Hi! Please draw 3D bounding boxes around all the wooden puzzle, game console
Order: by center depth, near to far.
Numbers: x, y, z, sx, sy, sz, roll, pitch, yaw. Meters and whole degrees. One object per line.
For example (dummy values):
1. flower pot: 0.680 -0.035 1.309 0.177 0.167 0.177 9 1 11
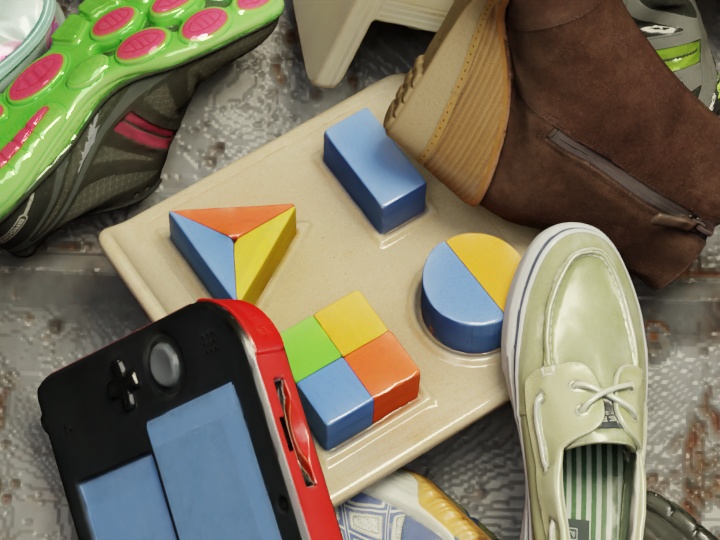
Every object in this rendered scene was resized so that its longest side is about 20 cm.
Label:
1. game console: -0.077 0.125 1.191 0.031 0.176 0.201 -9 80 -45
2. wooden puzzle: 0.000 0.000 1.238 0.199 0.046 0.186 -28 63 -21

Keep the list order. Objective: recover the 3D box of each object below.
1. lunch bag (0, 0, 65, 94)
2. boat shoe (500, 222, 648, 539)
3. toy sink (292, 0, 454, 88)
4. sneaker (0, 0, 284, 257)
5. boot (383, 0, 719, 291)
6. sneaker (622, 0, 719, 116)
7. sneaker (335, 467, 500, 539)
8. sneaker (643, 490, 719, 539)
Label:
1. lunch bag: -0.253 -0.116 1.303 0.160 0.077 0.200 44 81 12
2. boat shoe: 0.108 0.075 1.177 0.071 0.062 0.202 2 80 -19
3. toy sink: 0.052 -0.191 1.264 0.111 0.201 0.131 10 44 -21
4. sneaker: -0.123 -0.083 1.288 0.199 0.084 0.077 -37 52 -2
5. boot: 0.123 -0.096 1.194 0.165 0.200 0.073 26 34 -11
6. sneaker: 0.146 -0.108 1.256 0.082 0.071 0.201 9 114 0
7. sneaker: 0.002 0.131 1.240 0.200 0.075 0.088 40 88 20
8. sneaker: 0.160 0.179 1.218 0.091 0.076 0.200 -45 74 1
